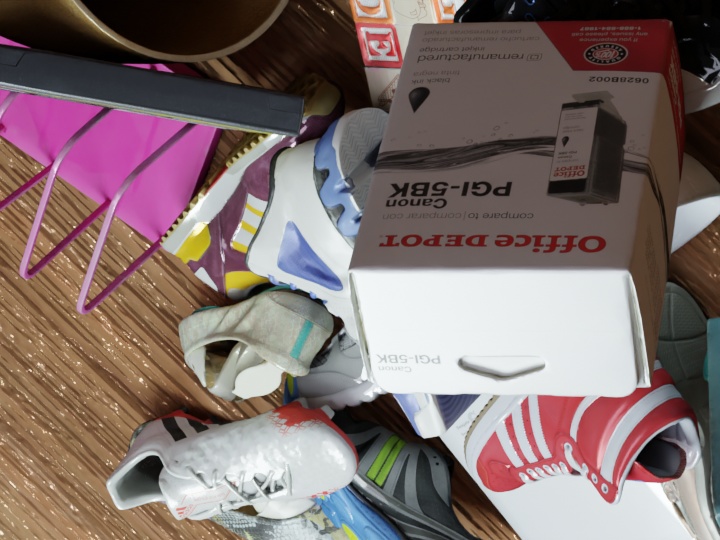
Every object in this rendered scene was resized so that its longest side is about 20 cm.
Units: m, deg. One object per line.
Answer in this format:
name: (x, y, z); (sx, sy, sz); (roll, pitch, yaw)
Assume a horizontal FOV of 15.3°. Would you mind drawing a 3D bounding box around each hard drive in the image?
hard drive: (0.130, 0.122, 1.705); (0.200, 0.026, 0.132); (51, 135, -6)

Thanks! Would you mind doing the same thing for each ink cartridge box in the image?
ink cartridge box: (0.084, -0.036, 1.365); (0.146, 0.201, 0.083); (0, 132, 13)

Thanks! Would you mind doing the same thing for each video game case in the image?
video game case: (-0.148, -0.109, 1.576); (0.199, 0.181, 0.026); (9, 92, -15)

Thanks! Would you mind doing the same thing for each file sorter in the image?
file sorter: (-0.211, -0.089, 1.730); (0.199, 0.125, 0.139); (34, 133, 11)

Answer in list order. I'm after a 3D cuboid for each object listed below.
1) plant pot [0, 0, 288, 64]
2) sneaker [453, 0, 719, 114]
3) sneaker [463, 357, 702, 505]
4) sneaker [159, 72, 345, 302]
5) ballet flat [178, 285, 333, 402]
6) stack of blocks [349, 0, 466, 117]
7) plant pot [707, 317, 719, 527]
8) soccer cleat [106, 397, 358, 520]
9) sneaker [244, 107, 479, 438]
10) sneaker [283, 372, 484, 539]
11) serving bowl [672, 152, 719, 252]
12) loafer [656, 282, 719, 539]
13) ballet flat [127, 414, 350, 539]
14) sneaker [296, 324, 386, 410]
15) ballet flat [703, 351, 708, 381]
plant pot: (-0.164, -0.202, 1.598); (0.199, 0.186, 0.187); (-9, 115, 53)
sneaker: (0.137, -0.136, 1.441); (0.199, 0.073, 0.112); (-24, 126, 22)
sneaker: (0.132, 0.107, 1.595); (0.113, 0.071, 0.200); (55, 148, 20)
sneaker: (-0.046, -0.047, 1.688); (0.090, 0.075, 0.200); (39, 141, -7)
ballet flat: (-0.079, 0.054, 1.732); (0.067, 0.063, 0.200); (24, 162, -15)
stack of blocks: (0.055, -0.165, 1.535); (0.115, 0.059, 0.201); (6, 123, 32)
plant pot: (0.307, 0.098, 1.463); (0.199, 0.142, 0.142); (-15, 133, 19)
soccer cleat: (-0.083, 0.128, 1.727); (0.199, 0.085, 0.069); (-1, 121, 45)
sneaker: (0.000, -0.001, 1.609); (0.115, 0.080, 0.200); (-7, 113, 45)
sneaker: (0.017, 0.138, 1.770); (0.200, 0.082, 0.071); (51, 158, 15)
serving bowl: (0.107, -0.018, 1.517); (0.200, 0.199, 0.066); (-39, 76, 45)
loafer: (0.202, 0.100, 1.619); (0.063, 0.072, 0.201); (-8, 109, 57)
ballet flat: (-0.079, 0.144, 1.832); (0.199, 0.072, 0.072); (14, 127, 29)
sneaker: (0.027, 0.020, 1.687); (0.200, 0.075, 0.082); (-35, 88, 34)
ballet flat: (0.263, 0.008, 1.516); (0.067, 0.068, 0.200); (22, 139, -5)
